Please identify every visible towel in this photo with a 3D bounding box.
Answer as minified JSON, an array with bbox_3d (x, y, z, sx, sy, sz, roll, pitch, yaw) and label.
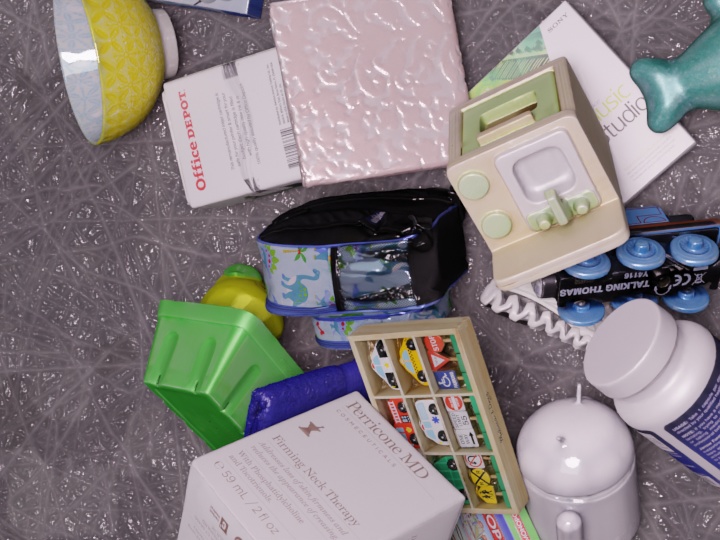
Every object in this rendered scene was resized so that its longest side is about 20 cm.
[{"bbox_3d":[0.015,-0.194,1.214,0.191,0.032,0.200,-10,87,-6],"label":"towel"},{"bbox_3d":[-0.037,0.154,1.218,0.050,0.200,0.148,38,129,39],"label":"towel"}]

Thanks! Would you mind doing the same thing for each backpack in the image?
[{"bbox_3d":[0.000,0.000,1.214,0.200,0.183,0.147,-1,105,17],"label":"backpack"}]

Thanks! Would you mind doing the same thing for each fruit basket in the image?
[{"bbox_3d":[-0.124,0.084,1.272,0.155,0.216,0.216,6,94,34],"label":"fruit basket"}]

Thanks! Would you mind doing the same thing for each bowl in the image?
[{"bbox_3d":[-0.269,-0.249,1.327,0.108,0.200,0.200,-13,87,-24],"label":"bowl"}]

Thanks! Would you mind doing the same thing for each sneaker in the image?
[{"bbox_3d":[0.224,0.040,1.199,0.200,0.075,0.081,25,91,16],"label":"sneaker"}]

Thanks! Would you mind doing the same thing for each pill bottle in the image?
[{"bbox_3d":[0.311,0.118,1.100,0.200,0.116,0.116,35,106,-21],"label":"pill bottle"}]

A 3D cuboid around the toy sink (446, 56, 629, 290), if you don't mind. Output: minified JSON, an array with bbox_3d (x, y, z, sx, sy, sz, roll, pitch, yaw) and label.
[{"bbox_3d":[0.159,-0.096,1.096,0.130,0.200,0.112,-23,119,20],"label":"toy sink"}]

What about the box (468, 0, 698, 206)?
[{"bbox_3d":[0.224,-0.155,1.206,0.144,0.036,0.200,-43,77,16],"label":"box"}]

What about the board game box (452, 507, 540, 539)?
[{"bbox_3d":[0.132,0.264,1.215,0.029,0.135,0.200,-22,83,-25],"label":"board game box"}]

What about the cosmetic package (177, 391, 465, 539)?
[{"bbox_3d":[-0.044,0.251,1.103,0.167,0.200,0.166,42,134,33],"label":"cosmetic package"}]

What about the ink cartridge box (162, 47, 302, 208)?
[{"bbox_3d":[-0.101,-0.160,1.295,0.200,0.084,0.146,-13,88,19],"label":"ink cartridge box"}]

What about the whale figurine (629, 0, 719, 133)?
[{"bbox_3d":[0.361,-0.198,1.111,0.200,0.104,0.159,-17,86,9],"label":"whale figurine"}]

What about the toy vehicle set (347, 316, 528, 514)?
[{"bbox_3d":[0.075,0.142,1.128,0.124,0.027,0.200,-8,110,36],"label":"toy vehicle set"}]

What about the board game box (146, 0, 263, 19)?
[{"bbox_3d":[-0.192,-0.402,1.339,0.199,0.043,0.200,13,97,18],"label":"board game box"}]

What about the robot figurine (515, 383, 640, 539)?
[{"bbox_3d":[0.215,0.205,1.156,0.113,0.170,0.200,-2,131,17],"label":"robot figurine"}]

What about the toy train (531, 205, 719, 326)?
[{"bbox_3d":[0.257,-0.013,1.143,0.200,0.114,0.087,-7,129,-6],"label":"toy train"}]
